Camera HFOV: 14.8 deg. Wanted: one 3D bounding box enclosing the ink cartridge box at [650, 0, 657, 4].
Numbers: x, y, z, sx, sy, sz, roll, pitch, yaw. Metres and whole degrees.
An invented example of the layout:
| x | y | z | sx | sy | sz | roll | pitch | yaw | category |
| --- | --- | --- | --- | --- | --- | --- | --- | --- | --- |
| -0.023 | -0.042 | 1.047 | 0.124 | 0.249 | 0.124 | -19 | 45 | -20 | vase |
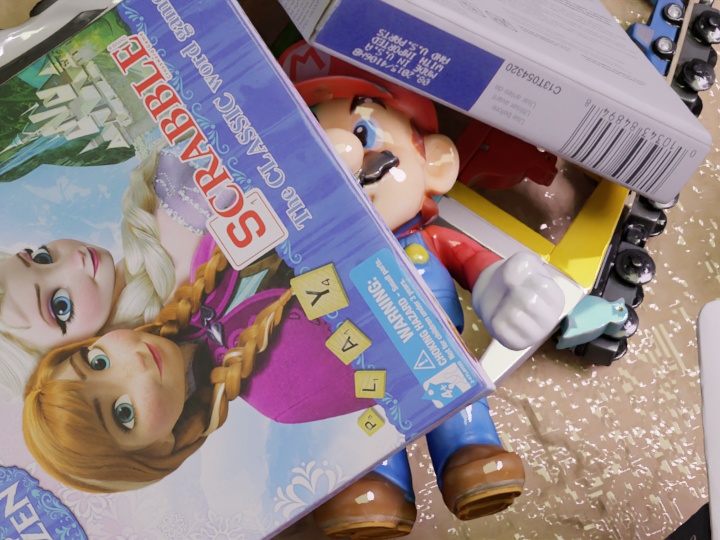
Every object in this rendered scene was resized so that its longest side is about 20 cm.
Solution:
| x | y | z | sx | sy | sz | roll | pitch | yaw | category |
| --- | --- | --- | --- | --- | --- | --- | --- | --- | --- |
| 0.115 | -0.235 | 1.300 | 0.200 | 0.067 | 0.116 | 44 | 59 | 5 | ink cartridge box |

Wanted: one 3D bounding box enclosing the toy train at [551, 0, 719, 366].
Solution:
| x | y | z | sx | sy | sz | roll | pitch | yaw | category |
| --- | --- | --- | --- | --- | --- | --- | --- | --- | --- |
| 0.121 | -0.047 | 1.231 | 0.046 | 0.034 | 0.200 | 19 | 60 | 2 | toy train |

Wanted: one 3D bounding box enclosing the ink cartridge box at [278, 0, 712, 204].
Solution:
| x | y | z | sx | sy | sz | roll | pitch | yaw | category |
| --- | --- | --- | --- | --- | --- | --- | --- | --- | --- |
| 0.029 | -0.122 | 1.166 | 0.196 | 0.043 | 0.200 | 21 | 22 | -33 | ink cartridge box |

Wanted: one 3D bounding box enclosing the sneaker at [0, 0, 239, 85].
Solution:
| x | y | z | sx | sy | sz | roll | pitch | yaw | category |
| --- | --- | --- | --- | --- | --- | --- | --- | --- | --- |
| -0.101 | -0.058 | 1.135 | 0.200 | 0.076 | 0.115 | -32 | 81 | -21 | sneaker |

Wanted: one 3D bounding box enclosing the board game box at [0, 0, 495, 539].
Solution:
| x | y | z | sx | sy | sz | roll | pitch | yaw | category |
| --- | --- | --- | --- | --- | --- | --- | --- | --- | --- |
| -0.086 | 0.017 | 1.049 | 0.199 | 0.041 | 0.200 | -35 | 83 | 4 | board game box |

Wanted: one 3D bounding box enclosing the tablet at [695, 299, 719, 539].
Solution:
| x | y | z | sx | sy | sz | roll | pitch | yaw | category |
| --- | --- | --- | --- | --- | --- | --- | --- | --- | --- |
| 0.189 | 0.108 | 1.015 | 0.130 | 0.014 | 0.200 | 8 | 61 | -16 | tablet |

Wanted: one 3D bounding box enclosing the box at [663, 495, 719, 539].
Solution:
| x | y | z | sx | sy | sz | roll | pitch | yaw | category |
| --- | --- | --- | --- | --- | --- | --- | --- | --- | --- |
| 0.144 | 0.210 | 1.042 | 0.107 | 0.148 | 0.200 | 13 | 61 | -13 | box |

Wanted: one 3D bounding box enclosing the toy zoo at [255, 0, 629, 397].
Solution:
| x | y | z | sx | sy | sz | roll | pitch | yaw | category |
| --- | --- | --- | --- | --- | --- | --- | --- | --- | --- |
| 0.027 | -0.032 | 1.174 | 0.200 | 0.020 | 0.131 | 33 | 66 | 5 | toy zoo |

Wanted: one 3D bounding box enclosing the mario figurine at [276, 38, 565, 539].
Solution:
| x | y | z | sx | sy | sz | roll | pitch | yaw | category |
| --- | --- | --- | --- | --- | --- | --- | --- | --- | --- |
| 0.000 | 0.000 | 1.085 | 0.123 | 0.106 | 0.200 | -6 | 73 | -28 | mario figurine |
